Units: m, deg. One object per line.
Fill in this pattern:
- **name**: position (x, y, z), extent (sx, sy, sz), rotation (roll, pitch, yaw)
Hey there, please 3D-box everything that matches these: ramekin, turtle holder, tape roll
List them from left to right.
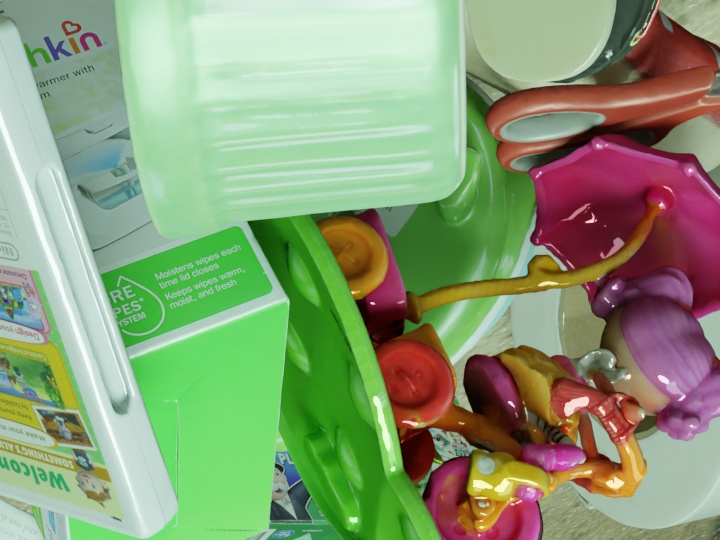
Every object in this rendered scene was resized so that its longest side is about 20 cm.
- **ramekin**: position (-0.017, -0.111, 0.633), extent (0.097, 0.200, 0.200), rotation (-1, 150, 2)
- **turtle holder**: position (0.010, -0.002, 0.888), extent (0.141, 0.186, 0.132), rotation (9, -177, 26)
- **tape roll**: position (0.145, 0.033, 1.025), extent (0.037, 0.203, 0.203), rotation (-9, 148, -28)

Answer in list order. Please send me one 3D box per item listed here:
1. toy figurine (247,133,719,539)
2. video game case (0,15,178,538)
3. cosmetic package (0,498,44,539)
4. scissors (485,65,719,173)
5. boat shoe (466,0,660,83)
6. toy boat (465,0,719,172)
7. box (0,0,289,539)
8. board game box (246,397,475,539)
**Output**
- **toy figurine**: position (0.071, 0.027, 0.742), extent (0.184, 0.200, 0.150), rotation (-19, 152, -16)
- **video game case**: position (-0.160, -0.006, 0.676), extent (0.022, 0.200, 0.182), rotation (-40, 127, -39)
- **cosmetic package**: position (-0.247, 0.138, 0.877), extent (0.200, 0.081, 0.113), rotation (-14, 144, 36)
- **scissors**: position (0.140, -0.070, 0.747), extent (0.200, 0.014, 0.073), rotation (-14, 159, 20)
- **boat shoe**: position (0.076, -0.167, 0.700), extent (0.074, 0.202, 0.063), rotation (8, -168, 25)
- **toy boat**: position (0.099, -0.128, 0.832), extent (0.200, 0.130, 0.131), rotation (21, 98, -54)
- **box**: position (-0.112, 0.010, 0.808), extent (0.097, 0.177, 0.200), rotation (-20, 151, -17)
- **board game box**: position (-0.017, 0.082, 1.051), extent (0.200, 0.135, 0.029), rotation (7, 138, -44)
